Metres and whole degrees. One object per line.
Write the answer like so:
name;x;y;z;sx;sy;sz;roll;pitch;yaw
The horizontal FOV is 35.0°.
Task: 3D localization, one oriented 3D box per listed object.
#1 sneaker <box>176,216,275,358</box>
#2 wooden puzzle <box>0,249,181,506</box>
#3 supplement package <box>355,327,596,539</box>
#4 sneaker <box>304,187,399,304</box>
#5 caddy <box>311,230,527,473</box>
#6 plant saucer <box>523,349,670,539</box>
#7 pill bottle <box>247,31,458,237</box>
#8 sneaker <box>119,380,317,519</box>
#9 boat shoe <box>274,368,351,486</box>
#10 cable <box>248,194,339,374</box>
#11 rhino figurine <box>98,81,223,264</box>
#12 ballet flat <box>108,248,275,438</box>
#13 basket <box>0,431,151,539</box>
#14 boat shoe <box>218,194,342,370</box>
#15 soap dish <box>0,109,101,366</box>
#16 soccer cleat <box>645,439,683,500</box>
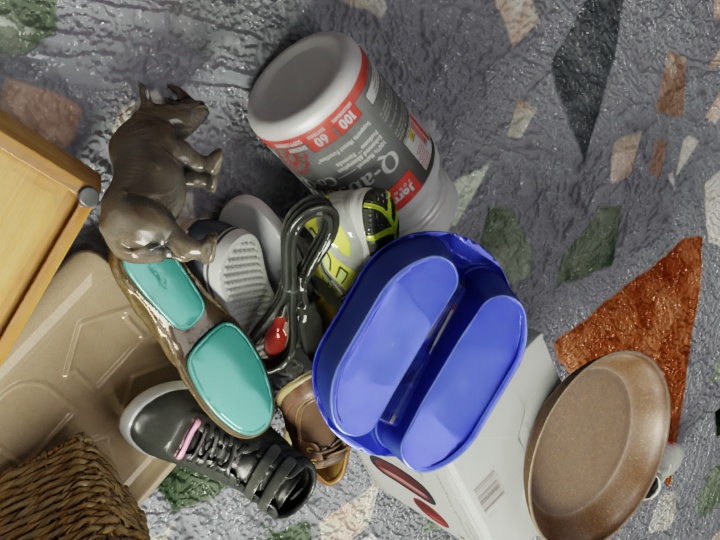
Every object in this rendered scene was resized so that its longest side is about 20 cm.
sneaker;-0.122;0.028;0.996;0.078;0.079;0.200;-49;150;-35
wooden puzzle;-0.232;0.109;0.952;0.185;0.046;0.200;-49;125;-17
supplement package;0.091;0.144;1.124;0.147;0.200;0.192;-41;126;-21
sneaker;0.000;0.000;1.019;0.200;0.076;0.076;77;27;-44
caddy;0.046;0.065;0.934;0.141;0.105;0.200;30;94;-11
plant saucer;0.217;0.166;1.078;0.200;0.037;0.201;-15;114;-36
pill bottle;0.000;-0.107;1.019;0.116;0.116;0.200;-54;130;-12
sneaker;-0.108;0.153;0.960;0.200;0.099;0.071;31;90;-51
boat shoe;-0.032;0.143;1.044;0.072;0.068;0.200;-24;156;-13
cable;-0.059;0.016;0.960;0.097;0.050;0.200;-14;132;-11
rhino figurine;-0.152;-0.081;0.881;0.087;0.200;0.060;7;138;-12
ballet flat;-0.141;0.050;0.927;0.068;0.072;0.200;-43;111;-21
basket;-0.256;0.251;0.870;0.200;0.149;0.143;-27;124;-7
boat shoe;-0.058;0.005;1.045;0.200;0.072;0.066;55;38;-24
soap dish;-0.291;-0.021;0.822;0.157;0.081;0.200;35;79;-37
soccer cleat;0.365;0.261;1.467;0.200;0.085;0.069;0;105;-39
